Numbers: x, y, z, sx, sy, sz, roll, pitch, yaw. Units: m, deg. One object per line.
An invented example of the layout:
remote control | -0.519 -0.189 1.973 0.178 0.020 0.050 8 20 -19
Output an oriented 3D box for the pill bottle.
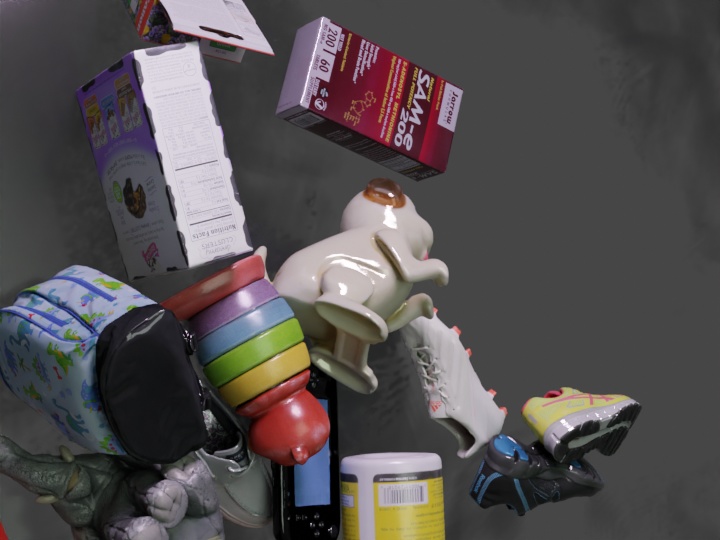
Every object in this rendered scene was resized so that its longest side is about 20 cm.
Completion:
pill bottle | 0.035 0.297 1.325 0.111 0.111 0.202 2 84 -32

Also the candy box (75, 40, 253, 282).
candy box | -0.190 -0.098 1.192 0.071 0.167 0.202 -17 94 -30

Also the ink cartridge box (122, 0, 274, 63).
ink cartridge box | -0.166 -0.248 1.217 0.108 0.200 0.051 9 122 -31

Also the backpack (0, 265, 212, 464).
backpack | -0.242 0.076 1.126 0.153 0.200 0.164 -24 129 -20

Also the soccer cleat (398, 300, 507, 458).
soccer cleat | 0.094 0.123 1.408 0.078 0.069 0.201 -44 110 -25

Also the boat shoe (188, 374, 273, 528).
boat shoe | -0.138 0.178 1.253 0.072 0.068 0.201 -37 105 -30

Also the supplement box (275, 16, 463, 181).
supplement box | 0.013 -0.188 1.393 0.199 0.061 0.110 21 73 -30

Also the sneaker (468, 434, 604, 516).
sneaker | 0.207 0.246 1.474 0.199 0.073 0.082 17 110 -38

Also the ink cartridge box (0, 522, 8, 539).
ink cartridge box | -0.381 0.295 1.103 0.175 0.045 0.201 -26 99 -30

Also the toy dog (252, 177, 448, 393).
toy dog | 0.000 0.000 1.323 0.200 0.193 0.140 -54 156 -34

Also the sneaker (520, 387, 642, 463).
sneaker | 0.267 0.173 1.508 0.199 0.090 0.079 4 116 -51

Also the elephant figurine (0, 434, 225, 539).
elephant figurine | -0.232 0.215 1.169 0.141 0.199 0.156 -35 129 -45

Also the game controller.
game controller | -0.057 0.189 1.300 0.104 0.042 0.202 18 68 -64

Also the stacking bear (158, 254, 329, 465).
stacking bear | -0.100 0.098 1.220 0.113 0.121 0.201 -28 88 6
